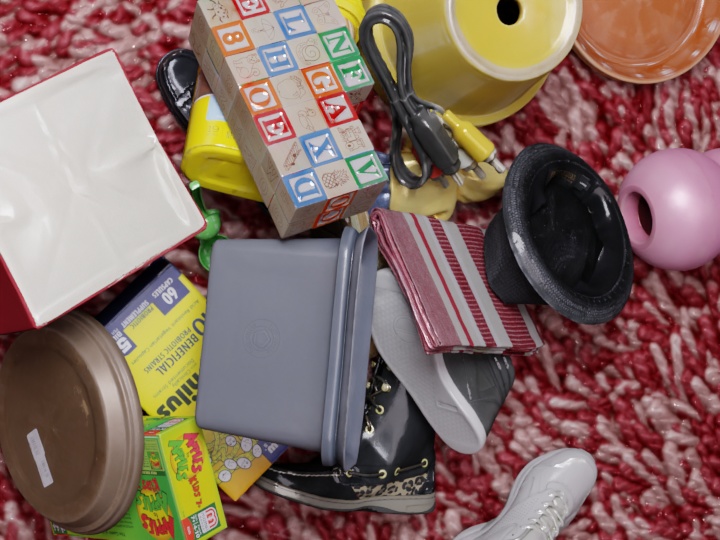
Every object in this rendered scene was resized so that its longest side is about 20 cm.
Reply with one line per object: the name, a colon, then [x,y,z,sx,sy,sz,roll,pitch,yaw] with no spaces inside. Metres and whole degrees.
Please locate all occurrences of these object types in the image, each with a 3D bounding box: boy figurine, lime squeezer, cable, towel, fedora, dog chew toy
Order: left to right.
lime squeezer: [-0.138,-0.022,1.131,0.037,0.071,0.201,-17,133,0]
cable: [0.047,-0.150,1.098,0.201,0.096,0.050,57,40,-23]
boy figurine: [0.052,-0.091,1.185,0.198,0.064,0.126,-12,114,-15]
towel: [0.094,0.014,1.143,0.023,0.199,0.145,-34,67,29]
fedora: [0.180,-0.024,1.184,0.199,0.091,0.202,23,53,-34]
dog chew toy: [0.365,-0.071,1.248,0.198,0.124,0.126,-12,98,-21]

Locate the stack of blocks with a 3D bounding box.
stack of blocks: [-0.050,-0.140,1.007,0.114,0.059,0.201,-19,73,-23]

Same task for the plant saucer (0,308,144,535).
plant saucer: [-0.260,0.133,1.055,0.029,0.199,0.202,-8,98,-48]

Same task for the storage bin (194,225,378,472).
storage bin: [-0.061,0.059,1.039,0.133,0.146,0.202,6,87,7]

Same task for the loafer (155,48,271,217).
loafer: [-0.113,-0.130,1.143,0.072,0.063,0.200,-42,103,-8]

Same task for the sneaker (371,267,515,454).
sneaker: [0.079,0.067,1.158,0.099,0.070,0.201,-46,112,-43]

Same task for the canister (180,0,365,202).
canister: [-0.078,-0.166,1.092,0.147,0.087,0.202,12,63,-13]

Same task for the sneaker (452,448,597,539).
sneaker: [0.177,0.266,1.233,0.200,0.099,0.078,-45,104,-7]

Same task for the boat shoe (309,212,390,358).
boat shoe: [0.000,0.000,1.158,0.076,0.072,0.201,-26,136,-25]

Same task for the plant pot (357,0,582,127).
plant pot: [0.109,-0.234,1.128,0.199,0.189,0.203,-1,95,-14]

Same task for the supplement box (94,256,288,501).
supplement box: [-0.153,0.097,1.128,0.109,0.109,0.200,-44,104,-7]

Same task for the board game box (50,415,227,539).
board game box: [-0.212,0.185,1.079,0.047,0.199,0.103,-23,102,-47]

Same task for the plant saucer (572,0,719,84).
plant saucer: [0.288,-0.294,1.251,0.198,0.032,0.203,-1,96,-14]

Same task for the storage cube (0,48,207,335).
storage cube: [-0.266,-0.062,1.026,0.199,0.179,0.172,-33,102,-28]

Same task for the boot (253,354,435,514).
boot: [-0.003,0.154,1.185,0.202,0.073,0.155,11,90,-30]
